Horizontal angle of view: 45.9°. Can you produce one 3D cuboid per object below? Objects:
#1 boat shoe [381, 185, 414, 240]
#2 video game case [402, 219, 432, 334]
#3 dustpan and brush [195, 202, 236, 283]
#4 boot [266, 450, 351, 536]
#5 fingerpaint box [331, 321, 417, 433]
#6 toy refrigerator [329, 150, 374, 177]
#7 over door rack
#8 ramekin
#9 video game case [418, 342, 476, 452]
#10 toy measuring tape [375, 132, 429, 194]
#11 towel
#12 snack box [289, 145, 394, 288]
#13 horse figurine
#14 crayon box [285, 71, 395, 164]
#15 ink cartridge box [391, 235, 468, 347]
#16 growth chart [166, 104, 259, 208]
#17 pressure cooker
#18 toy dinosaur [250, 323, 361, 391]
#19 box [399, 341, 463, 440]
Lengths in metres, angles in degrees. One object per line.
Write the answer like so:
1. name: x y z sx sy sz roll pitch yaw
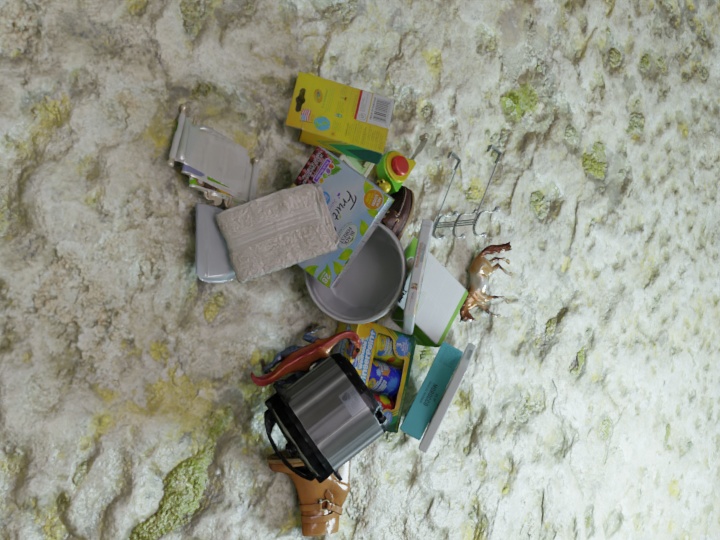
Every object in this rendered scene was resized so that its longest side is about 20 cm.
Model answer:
1. boat shoe: 0.053 -0.090 1.757 0.070 0.070 0.203 31 71 -38
2. video game case: 0.109 0.017 1.641 0.023 0.200 0.185 11 77 4
3. dustpan and brush: -0.219 -0.039 1.559 0.198 0.057 0.142 7 73 -32
4. boot: -0.104 0.428 1.631 0.198 0.076 0.158 14 84 -45
5. fingerpaint box: 0.018 0.212 1.721 0.166 0.073 0.203 22 76 -37
6. toy refrigerator: -0.043 -0.183 1.684 0.076 0.070 0.201 45 63 -28
7. over door rack: 0.241 -0.164 1.859 0.066 0.147 0.203 20 77 -34
8. ramekin: 0.000 0.000 1.639 0.105 0.197 0.204 3 87 -76
9. video game case: 0.182 0.260 1.767 0.202 0.023 0.182 -66 172 13
10. toy measuring tape: 0.083 -0.241 1.791 0.074 0.073 0.201 50 54 -26
11. towel: -0.145 -0.069 1.508 0.197 0.034 0.134 -20 86 -6
12. snack box: -0.061 -0.097 1.567 0.168 0.068 0.201 37 99 9
13. horse figurine: 0.289 0.027 1.952 0.131 0.050 0.203 10 91 -28
14. crayon box: -0.041 -0.297 1.652 0.197 0.051 0.129 16 68 -7
15. ink cartridge box: 0.120 0.044 1.806 0.200 0.075 0.149 44 64 -28
16. growth chart: -0.260 -0.188 1.527 0.199 0.018 0.147 33 58 -34
17. pressure cooker: -0.070 0.267 1.525 0.199 0.176 0.180 -36 138 -9
18. toy dinosaur: -0.087 0.170 1.587 0.180 0.200 0.106 -28 95 11
19. box: 0.146 0.250 1.760 0.049 0.082 0.202 27 82 8
